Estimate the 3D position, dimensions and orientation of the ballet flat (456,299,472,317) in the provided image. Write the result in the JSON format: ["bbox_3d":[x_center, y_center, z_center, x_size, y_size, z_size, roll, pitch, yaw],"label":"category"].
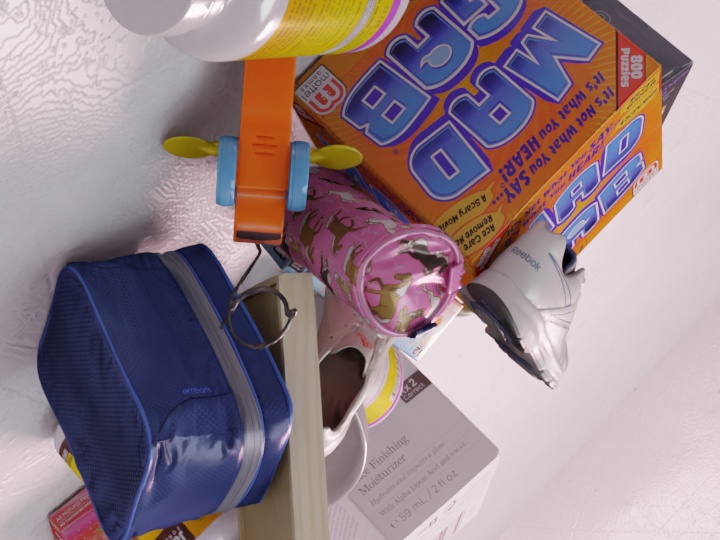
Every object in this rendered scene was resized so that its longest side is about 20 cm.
[{"bbox_3d":[0.096,0.016,1.586,0.068,0.068,0.200,-51,160,9],"label":"ballet flat"}]

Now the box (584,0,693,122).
[{"bbox_3d":[0.221,-0.150,1.451,0.106,0.122,0.201,-33,155,-34],"label":"box"}]

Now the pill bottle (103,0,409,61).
[{"bbox_3d":[-0.059,-0.175,0.851,0.199,0.104,0.105,-17,145,-56],"label":"pill bottle"}]

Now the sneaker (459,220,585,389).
[{"bbox_3d":[0.137,0.028,1.100,0.087,0.074,0.200,-49,160,-5],"label":"sneaker"}]

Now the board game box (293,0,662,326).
[{"bbox_3d":[0.098,-0.109,1.156,0.200,0.200,0.200,-45,159,-5],"label":"board game box"}]

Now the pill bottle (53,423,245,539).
[{"bbox_3d":[-0.144,0.174,1.172,0.109,0.200,0.109,-42,169,-10],"label":"pill bottle"}]

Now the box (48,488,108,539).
[{"bbox_3d":[-0.176,0.216,1.353,0.199,0.103,0.095,-37,158,-23],"label":"box"}]

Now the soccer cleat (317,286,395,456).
[{"bbox_3d":[-0.005,0.052,1.131,0.078,0.069,0.202,128,-15,-65],"label":"soccer cleat"}]

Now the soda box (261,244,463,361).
[{"bbox_3d":[0.000,0.000,1.249,0.069,0.064,0.200,-49,134,5],"label":"soda box"}]

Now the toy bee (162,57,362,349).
[{"bbox_3d":[-0.077,-0.062,1.020,0.109,0.130,0.202,-155,-90,-84],"label":"toy bee"}]

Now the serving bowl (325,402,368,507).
[{"bbox_3d":[-0.083,0.117,1.262,0.066,0.198,0.201,-67,-178,-51],"label":"serving bowl"}]

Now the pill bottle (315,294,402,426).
[{"bbox_3d":[-0.027,0.084,1.385,0.104,0.104,0.200,-46,160,-3],"label":"pill bottle"}]

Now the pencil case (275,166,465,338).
[{"bbox_3d":[-0.001,-0.018,1.064,0.083,0.200,0.087,-42,119,-7],"label":"pencil case"}]

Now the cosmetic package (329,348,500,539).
[{"bbox_3d":[0.018,0.210,1.594,0.164,0.200,0.166,-37,159,-25],"label":"cosmetic package"}]

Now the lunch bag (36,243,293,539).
[{"bbox_3d":[-0.137,0.077,1.045,0.131,0.201,0.136,-8,143,-33],"label":"lunch bag"}]

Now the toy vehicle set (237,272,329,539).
[{"bbox_3d":[-0.063,0.112,1.076,0.026,0.203,0.124,0,171,-24],"label":"toy vehicle set"}]
